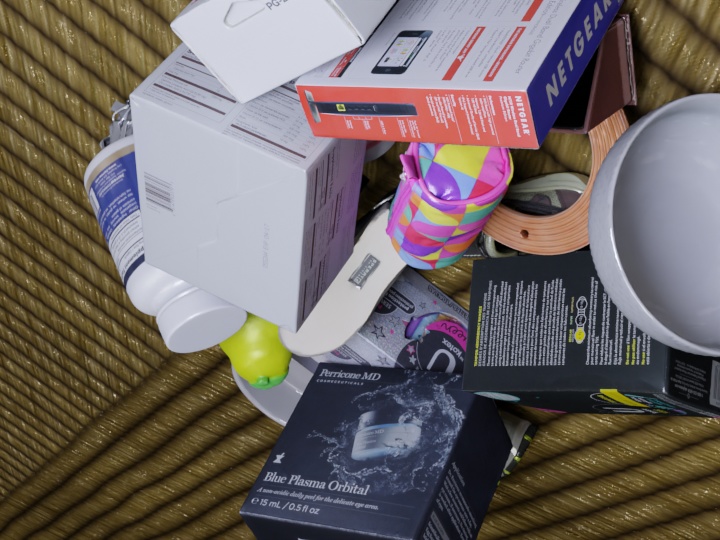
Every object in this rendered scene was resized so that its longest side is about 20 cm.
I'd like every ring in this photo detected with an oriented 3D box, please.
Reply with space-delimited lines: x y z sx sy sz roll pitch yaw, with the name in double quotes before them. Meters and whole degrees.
"ring" 0.141 -0.108 0.989 0.200 0.019 0.201 22 127 33

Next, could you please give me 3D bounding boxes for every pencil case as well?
"pencil case" 0.066 -0.062 0.953 0.088 0.088 0.200 28 165 5

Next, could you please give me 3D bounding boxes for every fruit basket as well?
"fruit basket" -0.104 0.016 1.239 0.216 0.155 0.216 32 137 36

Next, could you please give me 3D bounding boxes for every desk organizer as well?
"desk organizer" 0.107 -0.155 0.921 0.200 0.077 0.072 9 121 39

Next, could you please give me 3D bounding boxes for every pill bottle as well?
"pill bottle" -0.184 -0.026 1.130 0.200 0.111 0.111 63 153 22

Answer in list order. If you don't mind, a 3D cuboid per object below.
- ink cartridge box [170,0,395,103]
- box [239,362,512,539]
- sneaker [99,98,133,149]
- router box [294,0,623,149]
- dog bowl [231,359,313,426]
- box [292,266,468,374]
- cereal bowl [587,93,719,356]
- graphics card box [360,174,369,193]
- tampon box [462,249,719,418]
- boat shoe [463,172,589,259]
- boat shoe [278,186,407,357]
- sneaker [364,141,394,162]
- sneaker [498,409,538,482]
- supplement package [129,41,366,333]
"ink cartridge box" -0.025 -0.228 0.857 0.145 0.200 0.083 -16 123 47
"box" 0.019 0.206 1.164 0.197 0.200 0.117 2 135 31
"sneaker" -0.228 -0.151 1.220 0.082 0.075 0.200 42 141 -3
"router box" 0.077 -0.171 0.850 0.179 0.200 0.049 8 136 31
"dog bowl" -0.074 0.137 1.477 0.200 0.059 0.200 20 144 15
"box" 0.038 0.084 1.275 0.200 0.115 0.132 37 146 -9
"cereal bowl" 0.261 -0.031 0.905 0.200 0.200 0.083 38 165 -10
"graphics card box" -0.100 -0.104 1.077 0.200 0.051 0.125 38 149 -5
"tampon box" 0.216 0.060 1.052 0.200 0.126 0.150 -4 164 40
"boat shoe" 0.133 -0.040 1.089 0.201 0.066 0.072 -12 127 44
"boat shoe" 0.000 0.000 1.158 0.075 0.093 0.200 43 114 -6
"sneaker" -0.065 -0.162 1.079 0.200 0.075 0.105 17 149 27
"sneaker" 0.145 0.226 1.421 0.076 0.075 0.200 35 136 8
"supplement package" -0.089 -0.074 0.957 0.156 0.111 0.200 25 142 14
